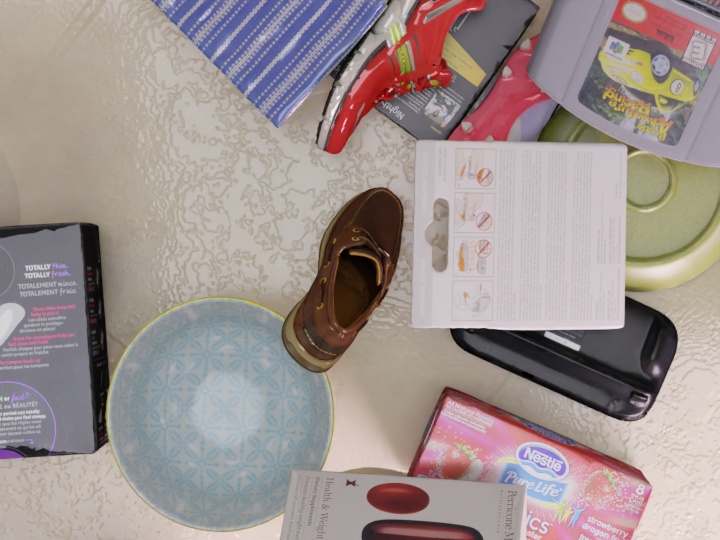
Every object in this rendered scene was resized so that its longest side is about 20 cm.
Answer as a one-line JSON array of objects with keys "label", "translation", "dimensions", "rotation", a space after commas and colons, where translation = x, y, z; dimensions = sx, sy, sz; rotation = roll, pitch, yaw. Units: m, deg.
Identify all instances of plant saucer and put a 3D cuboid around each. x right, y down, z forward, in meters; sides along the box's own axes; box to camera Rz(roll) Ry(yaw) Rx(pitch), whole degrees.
[{"label": "plant saucer", "translation": [0.251, -0.081, 1.632], "dimensions": [0.198, 0.031, 0.202], "rotation": [0, 92, 2]}]

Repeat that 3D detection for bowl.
[{"label": "bowl", "translation": [-0.118, 0.121, 1.611], "dimensions": [0.198, 0.108, 0.202], "rotation": [0, 92, 2]}]

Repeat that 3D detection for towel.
[{"label": "towel", "translation": [-0.091, -0.241, 1.551], "dimensions": [0.200, 0.024, 0.145], "rotation": [45, 100, 12]}]

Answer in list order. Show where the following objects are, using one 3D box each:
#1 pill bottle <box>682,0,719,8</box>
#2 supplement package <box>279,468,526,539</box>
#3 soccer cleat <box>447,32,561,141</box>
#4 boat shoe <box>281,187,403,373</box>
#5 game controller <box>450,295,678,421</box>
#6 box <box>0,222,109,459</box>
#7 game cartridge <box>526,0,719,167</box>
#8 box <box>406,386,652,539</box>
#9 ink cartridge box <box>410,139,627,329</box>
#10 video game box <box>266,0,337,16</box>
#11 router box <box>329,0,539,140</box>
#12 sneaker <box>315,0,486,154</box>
[{"label": "pill bottle", "translation": [0.292, -0.217, 1.585], "dimensions": [0.200, 0.114, 0.114], "rotation": [42, 93, 1]}, {"label": "supplement package", "translation": [0.032, 0.285, 1.498], "dimensions": [0.198, 0.148, 0.192], "rotation": [3, 48, 7]}, {"label": "soccer cleat", "translation": [0.142, -0.140, 1.624], "dimensions": [0.067, 0.077, 0.200], "rotation": [36, 75, 22]}, {"label": "boat shoe", "translation": [0.000, 0.000, 1.575], "dimensions": [0.072, 0.068, 0.201], "rotation": [37, 48, -13]}, {"label": "game controller", "translation": [0.183, 0.055, 1.639], "dimensions": [0.199, 0.042, 0.105], "rotation": [24, 79, 1]}, {"label": "box", "translation": [-0.289, 0.061, 1.615], "dimensions": [0.121, 0.106, 0.202], "rotation": [-3, 91, 0]}, {"label": "game cartridge", "translation": [0.245, -0.171, 1.536], "dimensions": [0.199, 0.041, 0.134], "rotation": [25, 121, 9]}, {"label": "box", "translation": [0.146, 0.185, 1.608], "dimensions": [0.199, 0.100, 0.096], "rotation": [23, 93, 2]}, {"label": "ink cartridge box", "translation": [0.132, -0.030, 1.568], "dimensions": [0.198, 0.047, 0.162], "rotation": [0, 93, -18]}, {"label": "video game box", "translation": [-0.079, -0.332, 1.586], "dimensions": [0.181, 0.047, 0.202], "rotation": [14, 91, 17]}, {"label": "router box", "translation": [0.034, -0.225, 1.623], "dimensions": [0.199, 0.052, 0.158], "rotation": [36, 93, 0]}, {"label": "sneaker", "translation": [0.036, -0.175, 1.563], "dimensions": [0.085, 0.077, 0.201], "rotation": [36, 94, -5]}]
